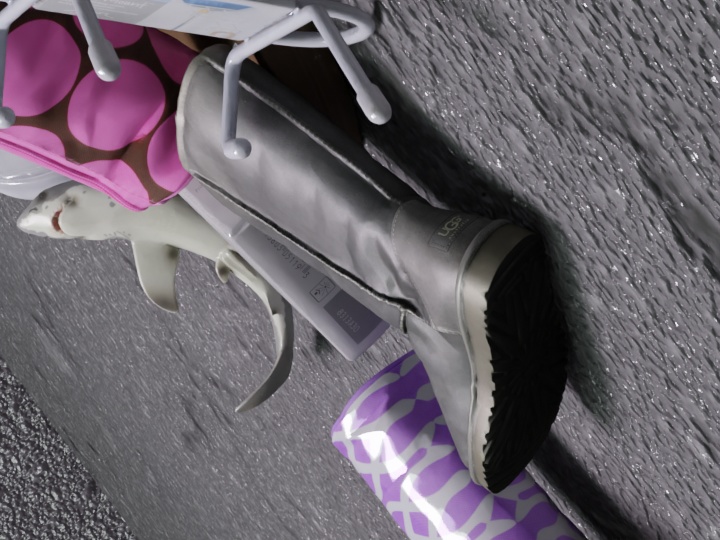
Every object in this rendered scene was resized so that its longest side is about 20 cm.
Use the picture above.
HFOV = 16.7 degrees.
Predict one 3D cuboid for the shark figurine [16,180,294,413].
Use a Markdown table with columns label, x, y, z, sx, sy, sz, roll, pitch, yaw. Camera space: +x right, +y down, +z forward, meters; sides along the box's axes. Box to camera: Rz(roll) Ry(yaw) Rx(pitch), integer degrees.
| label | x | y | z | sx | sy | sz | roll | pitch | yaw |
| --- | --- | --- | --- | --- | --- | --- | --- | --- | --- |
| shark figurine | -0.094 | -0.018 | 1.541 | 0.214 | 0.128 | 0.090 | 39 | -163 | -20 |

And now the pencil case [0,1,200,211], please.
| label | x | y | z | sx | sy | sz | roll | pitch | yaw |
| --- | --- | --- | --- | --- | --- | --- | --- | --- | --- |
| pencil case | -0.158 | -0.094 | 1.186 | 0.199 | 0.094 | 0.091 | 22 | 161 | -35 |

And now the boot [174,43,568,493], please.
| label | x | y | z | sx | sy | sz | roll | pitch | yaw |
| --- | --- | --- | --- | --- | --- | --- | --- | --- | --- |
| boot | 0.001 | -0.001 | 1.170 | 0.199 | 0.073 | 0.183 | 25 | 140 | 29 |

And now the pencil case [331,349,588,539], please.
| label | x | y | z | sx | sy | sz | roll | pitch | yaw |
| --- | --- | --- | --- | --- | --- | --- | --- | --- | --- |
| pencil case | 0.072 | 0.130 | 1.296 | 0.200 | 0.085 | 0.084 | 49 | 156 | 13 |

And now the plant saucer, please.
| label | x | y | z | sx | sy | sz | roll | pitch | yaw |
| --- | --- | --- | --- | --- | --- | --- | --- | --- | --- |
| plant saucer | -0.072 | -0.128 | 1.246 | 0.200 | 0.029 | 0.200 | 48 | 164 | 18 |

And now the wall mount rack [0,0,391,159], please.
| label | x | y | z | sx | sy | sz | roll | pitch | yaw |
| --- | --- | --- | --- | --- | --- | --- | --- | --- | --- |
| wall mount rack | -0.076 | -0.092 | 1.032 | 0.174 | 0.199 | 0.075 | 164 | 110 | -65 |

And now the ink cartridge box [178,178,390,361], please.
| label | x | y | z | sx | sy | sz | roll | pitch | yaw |
| --- | --- | --- | --- | --- | --- | --- | --- | --- | --- |
| ink cartridge box | -0.079 | -0.051 | 1.350 | 0.200 | 0.050 | 0.161 | 45 | 178 | 35 |

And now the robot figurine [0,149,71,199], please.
| label | x | y | z | sx | sy | sz | roll | pitch | yaw |
| --- | --- | --- | --- | --- | --- | --- | --- | --- | --- |
| robot figurine | -0.214 | -0.124 | 1.532 | 0.169 | 0.113 | 0.200 | 27 | 153 | 39 |
